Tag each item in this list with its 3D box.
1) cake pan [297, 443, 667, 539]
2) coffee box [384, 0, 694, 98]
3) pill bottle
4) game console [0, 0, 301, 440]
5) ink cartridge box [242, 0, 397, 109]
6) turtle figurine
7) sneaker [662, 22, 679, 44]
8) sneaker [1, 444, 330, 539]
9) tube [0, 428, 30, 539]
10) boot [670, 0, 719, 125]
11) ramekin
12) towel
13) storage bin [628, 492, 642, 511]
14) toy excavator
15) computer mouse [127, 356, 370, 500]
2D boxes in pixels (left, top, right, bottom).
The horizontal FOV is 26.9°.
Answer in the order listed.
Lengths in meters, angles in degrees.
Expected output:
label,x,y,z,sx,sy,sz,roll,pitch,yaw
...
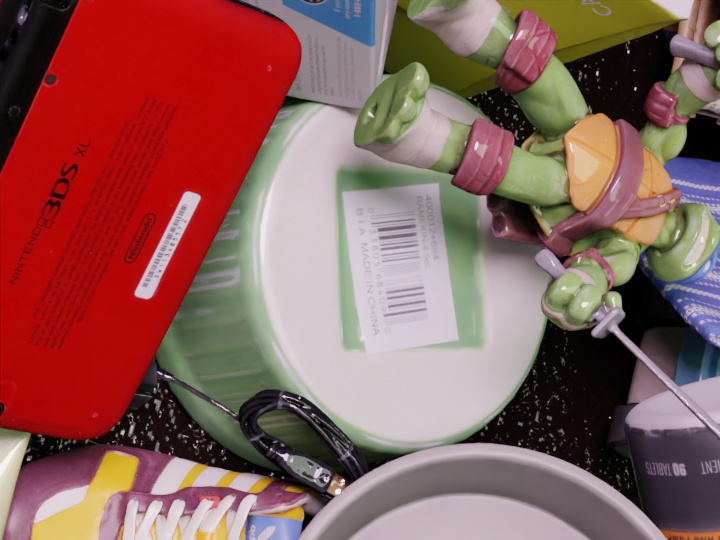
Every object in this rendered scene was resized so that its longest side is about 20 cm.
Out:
label,x,y,z,sx,sy,sz,roll,pitch,yaw
cake pan,0.054,0.175,0.638,0.198,0.037,0.202,3,65,-6
coffee box,0.050,-0.227,0.735,0.199,0.199,0.200,28,71,-26
pill bottle,0.192,0.152,0.686,0.105,0.106,0.202,-15,93,-33
game console,-0.150,-0.053,0.607,0.171,0.119,0.201,16,111,-39
ink cartridge box,-0.084,-0.141,0.648,0.198,0.115,0.069,10,66,4
turtle figurine,0.109,-0.052,0.639,0.193,0.200,0.145,29,106,-19
sneaker,0.271,-0.109,0.941,0.088,0.075,0.201,-37,106,-30
sneaker,-0.072,0.120,0.687,0.198,0.090,0.076,7,81,-32
tube,-0.188,0.157,0.631,0.058,0.052,0.202,12,79,-30
boot,0.252,-0.073,0.845,0.154,0.073,0.202,7,76,-22
ramekin,0.000,0.000,0.740,0.198,0.097,0.203,4,83,-33
towel,0.196,-0.015,0.832,0.144,0.201,0.024,11,120,-30
storage bin,0.094,0.213,0.759,0.200,0.134,0.146,-41,106,-28
toy excavator,0.268,0.090,0.847,0.194,0.199,0.101,34,67,-40
computer mouse,-0.086,0.059,0.667,0.198,0.059,0.034,25,41,1
